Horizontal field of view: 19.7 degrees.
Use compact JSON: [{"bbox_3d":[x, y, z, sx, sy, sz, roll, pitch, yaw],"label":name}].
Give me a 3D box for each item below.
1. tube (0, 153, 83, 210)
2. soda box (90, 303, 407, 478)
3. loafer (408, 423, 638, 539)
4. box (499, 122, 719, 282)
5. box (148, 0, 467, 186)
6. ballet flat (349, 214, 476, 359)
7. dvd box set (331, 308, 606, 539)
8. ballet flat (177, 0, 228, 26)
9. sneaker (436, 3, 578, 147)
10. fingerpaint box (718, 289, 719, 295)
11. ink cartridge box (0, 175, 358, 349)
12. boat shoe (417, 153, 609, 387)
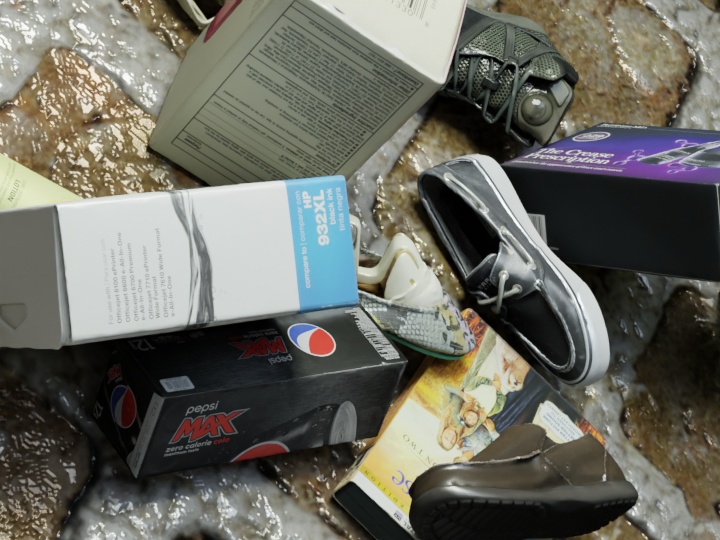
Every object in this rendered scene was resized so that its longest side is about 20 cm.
[{"bbox_3d":[-0.196,-0.026,1.331,0.199,0.058,0.052,33,11,-22],"label":"tube"},{"bbox_3d":[-0.069,0.076,1.333,0.199,0.071,0.063,-6,40,-39],"label":"soda box"},{"bbox_3d":[0.100,0.142,1.390,0.199,0.073,0.072,5,53,-46],"label":"loafer"},{"bbox_3d":[0.225,-0.055,1.559,0.141,0.199,0.080,-20,110,-45],"label":"box"},{"bbox_3d":[-0.036,-0.141,1.419,0.127,0.200,0.110,31,47,-16],"label":"box"},{"bbox_3d":[0.000,0.000,1.422,0.199,0.072,0.072,22,50,-12],"label":"ballet flat"},{"bbox_3d":[0.080,0.137,1.444,0.146,0.029,0.200,44,45,-5],"label":"dvd box set"},{"bbox_3d":[-0.087,-0.194,1.522,0.200,0.076,0.064,41,76,-2],"label":"ballet flat"},{"bbox_3d":[0.091,-0.154,1.593,0.198,0.077,0.114,6,30,-38],"label":"sneaker"},{"bbox_3d":[0.386,-0.018,1.617,0.073,0.200,0.167,48,4,0],"label":"fingerpaint box"},{"bbox_3d":[-0.124,-0.006,1.265,0.199,0.145,0.085,-7,92,-33],"label":"ink cartridge box"},{"bbox_3d":[0.108,0.003,1.525,0.067,0.072,0.201,-14,69,-44],"label":"boat shoe"}]
